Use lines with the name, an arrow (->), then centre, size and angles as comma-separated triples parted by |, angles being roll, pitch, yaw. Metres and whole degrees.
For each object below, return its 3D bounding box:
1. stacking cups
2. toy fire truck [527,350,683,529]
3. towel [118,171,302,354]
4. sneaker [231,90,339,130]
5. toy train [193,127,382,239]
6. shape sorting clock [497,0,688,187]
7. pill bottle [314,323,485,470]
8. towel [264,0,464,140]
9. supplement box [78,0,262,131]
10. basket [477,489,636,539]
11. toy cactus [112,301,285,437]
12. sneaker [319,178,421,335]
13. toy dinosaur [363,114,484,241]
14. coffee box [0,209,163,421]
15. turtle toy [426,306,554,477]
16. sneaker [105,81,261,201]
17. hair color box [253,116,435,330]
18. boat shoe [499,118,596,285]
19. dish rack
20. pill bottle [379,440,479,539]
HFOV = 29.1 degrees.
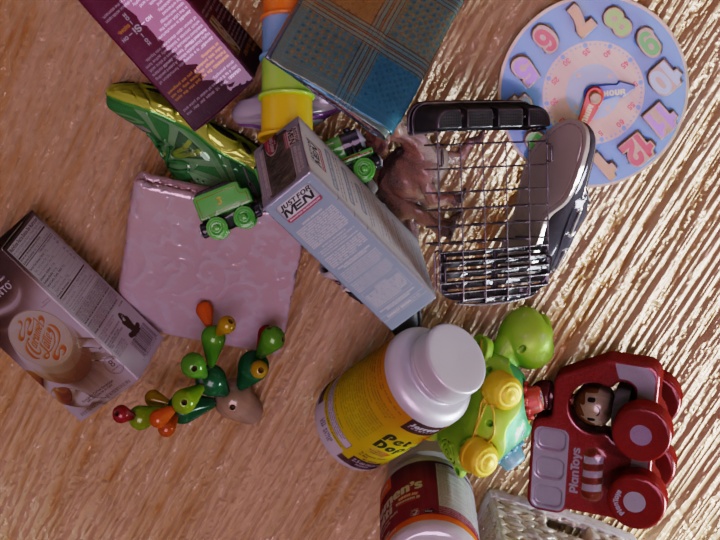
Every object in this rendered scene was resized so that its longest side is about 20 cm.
stacking cups -> -0.069, -0.228, 1.364 | 0.059, 0.061, 0.203 | 1, 82, 0
toy fire truck -> 0.268, 0.187, 1.552 | 0.165, 0.112, 0.203 | 7, 112, 18
towel -> -0.160, -0.005, 1.480 | 0.188, 0.032, 0.202 | 11, 129, -5
sneaker -> -0.043, -0.204, 1.420 | 0.197, 0.075, 0.101 | -19, 88, 10
toy train -> -0.075, -0.087, 1.390 | 0.198, 0.042, 0.057 | -22, 90, 0
shape sorting clock -> 0.240, -0.183, 1.432 | 0.197, 0.039, 0.203 | 0, 112, 0
pill bottle -> 0.044, 0.132, 1.480 | 0.109, 0.110, 0.200 | 37, 137, -13
towel -> 0.011, -0.245, 1.358 | 0.146, 0.022, 0.202 | 32, 70, -11
supplement box -> -0.193, -0.251, 1.368 | 0.085, 0.111, 0.200 | -37, 107, 14
basket -> 0.206, 0.396, 1.600 | 0.196, 0.161, 0.202 | 19, 112, -8
toy cactus -> -0.161, 0.123, 1.515 | 0.199, 0.103, 0.165 | -39, 147, 2
sneaker -> 0.000, 0.000, 1.469 | 0.088, 0.074, 0.202 | -31, 115, -18
toy dinosaur -> 0.047, -0.098, 1.449 | 0.134, 0.086, 0.202 | 17, 128, 5
coffee box -> -0.326, 0.051, 1.489 | 0.114, 0.080, 0.200 | -34, 109, 33
turtle toy -> 0.147, 0.134, 1.516 | 0.100, 0.145, 0.203 | 16, 98, -30
sneaker -> -0.182, -0.126, 1.438 | 0.198, 0.074, 0.084 | 32, 105, -12
hair color box -> -0.014, -0.044, 1.335 | 0.060, 0.100, 0.200 | -35, 125, 15
boat shoe -> 0.206, -0.073, 1.454 | 0.062, 0.073, 0.202 | -7, 131, -33
dish rack -> 0.125, -0.068, 1.381 | 0.151, 0.054, 0.203 | -4, 95, -28
pill bottle -> 0.075, 0.274, 1.528 | 0.108, 0.201, 0.111 | 0, 113, 0
